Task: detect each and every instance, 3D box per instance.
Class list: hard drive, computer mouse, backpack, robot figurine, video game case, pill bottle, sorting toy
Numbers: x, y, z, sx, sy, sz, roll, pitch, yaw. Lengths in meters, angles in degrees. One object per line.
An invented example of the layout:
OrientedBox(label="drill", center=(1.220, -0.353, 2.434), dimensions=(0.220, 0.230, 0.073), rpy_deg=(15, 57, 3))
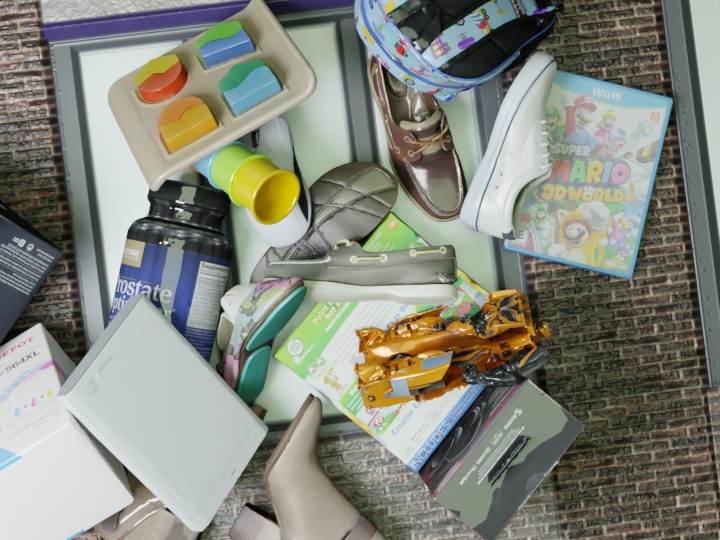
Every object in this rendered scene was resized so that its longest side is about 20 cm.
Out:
OrientedBox(label="hard drive", center=(-0.187, 0.139, 1.327), dimensions=(0.200, 0.026, 0.132), rpy_deg=(51, 53, -25))
OrientedBox(label="computer mouse", center=(-0.101, -0.123, 1.419), dimensions=(0.109, 0.044, 0.201), rpy_deg=(-19, 78, 19))
OrientedBox(label="backpack", center=(0.079, -0.256, 1.369), dimensions=(0.183, 0.134, 0.200), rpy_deg=(49, 51, -4))
OrientedBox(label="robot figurine", center=(0.094, 0.075, 1.363), dimensions=(0.199, 0.145, 0.058), rpy_deg=(-17, 116, 8))
OrientedBox(label="video game case", center=(0.245, -0.104, 1.472), dimensions=(0.143, 0.018, 0.201), rpy_deg=(13, 89, -1))
OrientedBox(label="pill bottle", center=(-0.194, 0.011, 1.409), dimensions=(0.111, 0.112, 0.201), rpy_deg=(11, 89, -2))
OrientedBox(label="sorting toy", center=(-0.159, -0.189, 1.394), dimensions=(0.200, 0.185, 0.037), rpy_deg=(-33, 135, 0))

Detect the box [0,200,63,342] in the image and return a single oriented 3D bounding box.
OrientedBox(label="box", center=(-0.431, -0.006, 1.360), dimensions=(0.200, 0.104, 0.182), rpy_deg=(35, 88, 36))

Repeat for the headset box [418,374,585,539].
OrientedBox(label="headset box", center=(0.138, 0.182, 1.374), dimensions=(0.077, 0.200, 0.149), rpy_deg=(39, 89, -2))

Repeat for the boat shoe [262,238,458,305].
OrientedBox(label="boat shoe", center=(0.000, 0.001, 1.397), dimensions=(0.201, 0.072, 0.061), rpy_deg=(2, 79, -1))

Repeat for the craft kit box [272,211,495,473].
OrientedBox(label="craft kit box", center=(0.044, 0.076, 1.451), dimensions=(0.197, 0.049, 0.200), rpy_deg=(40, 88, -4))

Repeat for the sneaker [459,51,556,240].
OrientedBox(label="sneaker", center=(0.174, -0.127, 1.433), dimensions=(0.071, 0.073, 0.201), rpy_deg=(24, 102, 17))

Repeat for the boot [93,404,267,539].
OrientedBox(label="boot", center=(-0.207, 0.199, 1.432), dimensions=(0.146, 0.070, 0.200), rpy_deg=(29, 80, 7))

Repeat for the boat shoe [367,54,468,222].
OrientedBox(label="boat shoe", center=(0.061, -0.147, 1.439), dimensions=(0.072, 0.072, 0.201), rpy_deg=(-19, 90, -2))

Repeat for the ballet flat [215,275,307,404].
OrientedBox(label="ballet flat", center=(-0.114, 0.059, 1.386), dimensions=(0.069, 0.200, 0.071), rpy_deg=(-30, 67, -37))

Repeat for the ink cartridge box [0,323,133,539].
OrientedBox(label="ink cartridge box", center=(-0.329, 0.164, 1.362), dimensions=(0.128, 0.200, 0.125), rpy_deg=(-31, 128, -3))

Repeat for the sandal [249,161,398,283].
OrientedBox(label="sandal", center=(-0.039, -0.036, 1.448), dimensions=(0.082, 0.055, 0.200), rpy_deg=(40, 103, 5))

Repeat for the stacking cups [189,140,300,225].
OrientedBox(label="stacking cups", center=(-0.141, -0.116, 1.390), dimensions=(0.061, 0.060, 0.200), rpy_deg=(-51, 50, -2))

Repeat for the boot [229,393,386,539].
OrientedBox(label="boot", center=(-0.040, 0.248, 1.421), dimensions=(0.146, 0.070, 0.200), rpy_deg=(30, 102, 5))
